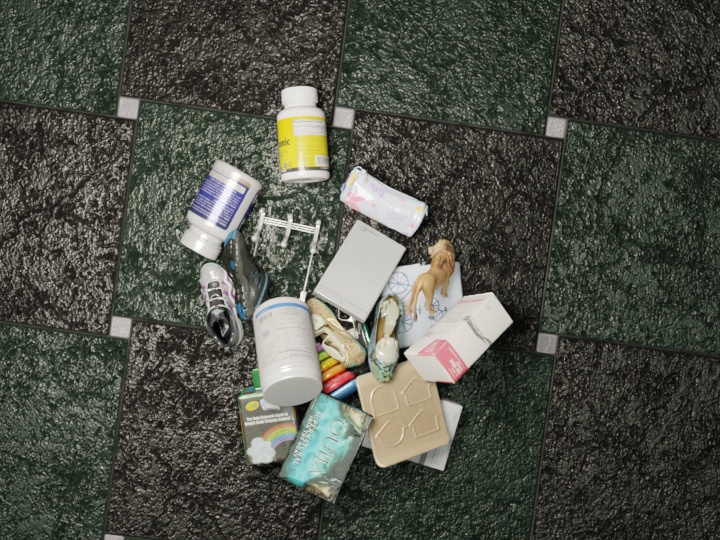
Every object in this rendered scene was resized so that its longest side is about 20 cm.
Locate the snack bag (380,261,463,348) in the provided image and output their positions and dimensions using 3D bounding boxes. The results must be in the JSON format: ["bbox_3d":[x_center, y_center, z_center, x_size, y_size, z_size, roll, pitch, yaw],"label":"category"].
[{"bbox_3d":[0.147,0.075,1.622,0.198,0.021,0.190,-8,92,-4],"label":"snack bag"}]

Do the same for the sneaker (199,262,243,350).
[{"bbox_3d":[-0.312,0.079,1.550,0.077,0.140,0.201,-20,92,-1],"label":"sneaker"}]

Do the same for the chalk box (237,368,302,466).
[{"bbox_3d":[-0.199,0.316,1.567,0.124,0.124,0.202,-7,90,0],"label":"chalk box"}]

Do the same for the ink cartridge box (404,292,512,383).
[{"bbox_3d":[0.212,0.146,1.521,0.200,0.146,0.083,-41,99,-21],"label":"ink cartridge box"}]

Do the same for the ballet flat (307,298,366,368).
[{"bbox_3d":[-0.070,0.139,1.558,0.065,0.071,0.200,-25,56,-37],"label":"ballet flat"}]

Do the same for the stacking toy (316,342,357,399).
[{"bbox_3d":[-0.091,0.205,1.587,0.109,0.116,0.201,-31,80,-2],"label":"stacking toy"}]

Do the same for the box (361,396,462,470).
[{"bbox_3d":[0.118,0.354,1.615,0.198,0.041,0.157,18,90,0],"label":"box"}]

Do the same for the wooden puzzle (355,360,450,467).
[{"bbox_3d":[0.091,0.310,1.553,0.184,0.046,0.202,-14,86,-22],"label":"wooden puzzle"}]

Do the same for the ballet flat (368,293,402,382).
[{"bbox_3d":[0.057,0.141,1.533,0.074,0.074,0.202,3,65,-1],"label":"ballet flat"}]

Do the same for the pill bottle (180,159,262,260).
[{"bbox_3d":[-0.314,-0.132,1.558,0.119,0.120,0.201,29,89,-2],"label":"pill bottle"}]

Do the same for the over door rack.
[{"bbox_3d":[-0.177,-0.031,1.590,0.146,0.067,0.202,12,91,-1],"label":"over door rack"}]

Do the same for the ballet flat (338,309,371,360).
[{"bbox_3d":[-0.012,0.119,1.601,0.068,0.068,0.202,-14,81,9],"label":"ballet flat"}]

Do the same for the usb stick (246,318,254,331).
[{"bbox_3d":[-0.204,0.146,1.600,0.055,0.033,0.201,-38,95,-20],"label":"usb stick"}]

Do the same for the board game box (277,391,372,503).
[{"bbox_3d":[-0.074,0.372,1.489,0.134,0.028,0.201,24,90,3],"label":"board game box"}]

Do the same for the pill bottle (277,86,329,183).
[{"bbox_3d":[-0.129,-0.301,1.565,0.110,0.111,0.202,-4,90,-1],"label":"pill bottle"}]

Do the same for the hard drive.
[{"bbox_3d":[0.000,0.000,1.577,0.131,0.027,0.201,30,69,1],"label":"hard drive"}]

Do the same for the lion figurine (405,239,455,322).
[{"bbox_3d":[0.157,0.019,1.536,0.072,0.200,0.123,15,121,15],"label":"lion figurine"}]

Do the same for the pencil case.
[{"bbox_3d":[0.053,-0.156,1.584,0.199,0.083,0.091,29,112,-2],"label":"pencil case"}]

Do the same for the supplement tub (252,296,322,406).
[{"bbox_3d":[-0.156,0.170,1.489,0.131,0.132,0.201,-13,55,-1],"label":"supplement tub"}]

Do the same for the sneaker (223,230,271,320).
[{"bbox_3d":[-0.246,0.005,1.544,0.081,0.073,0.202,-18,110,-30],"label":"sneaker"}]
